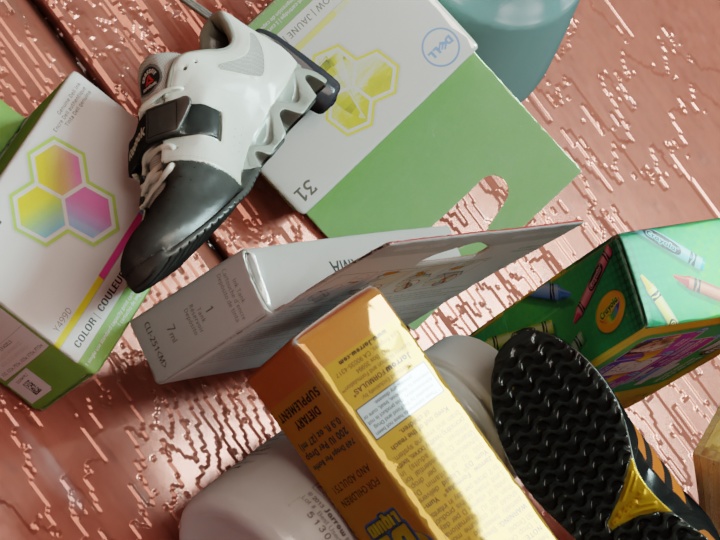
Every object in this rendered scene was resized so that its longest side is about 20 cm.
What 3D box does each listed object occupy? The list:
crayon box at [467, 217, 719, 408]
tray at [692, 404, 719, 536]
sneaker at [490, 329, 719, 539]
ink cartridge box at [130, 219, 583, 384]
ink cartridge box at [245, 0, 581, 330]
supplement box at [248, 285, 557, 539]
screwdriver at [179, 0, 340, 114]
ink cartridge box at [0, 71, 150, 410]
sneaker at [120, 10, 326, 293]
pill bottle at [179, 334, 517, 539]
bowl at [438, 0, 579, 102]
[{"bbox_3d":[0.150,0.033,1.594,0.118,0.200,0.059,-8,73,-32],"label":"crayon box"},{"bbox_3d":[0.235,0.138,1.621,0.037,0.201,0.099,16,53,26],"label":"tray"},{"bbox_3d":[0.140,0.123,1.531,0.070,0.090,0.200,-37,81,4],"label":"sneaker"},{"bbox_3d":[0.000,0.000,1.501,0.200,0.173,0.044,-7,69,-55],"label":"ink cartridge box"},{"bbox_3d":[0.015,-0.083,1.615,0.145,0.048,0.200,-43,94,1],"label":"ink cartridge box"},{"bbox_3d":[0.031,0.112,1.438,0.069,0.067,0.200,-35,87,-34],"label":"supplement box"},{"bbox_3d":[-0.098,-0.151,1.571,0.199,0.029,0.028,33,69,0],"label":"screwdriver"},{"bbox_3d":[-0.202,-0.045,1.500,0.200,0.076,0.148,38,57,-13],"label":"ink cartridge box"},{"bbox_3d":[-0.097,-0.067,1.482,0.088,0.074,0.200,42,40,-10],"label":"sneaker"},{"bbox_3d":[0.006,0.123,1.530,0.200,0.114,0.115,-35,90,-34],"label":"pill bottle"},{"bbox_3d":[0.063,-0.200,1.695,0.200,0.105,0.202,11,67,-26],"label":"bowl"}]
